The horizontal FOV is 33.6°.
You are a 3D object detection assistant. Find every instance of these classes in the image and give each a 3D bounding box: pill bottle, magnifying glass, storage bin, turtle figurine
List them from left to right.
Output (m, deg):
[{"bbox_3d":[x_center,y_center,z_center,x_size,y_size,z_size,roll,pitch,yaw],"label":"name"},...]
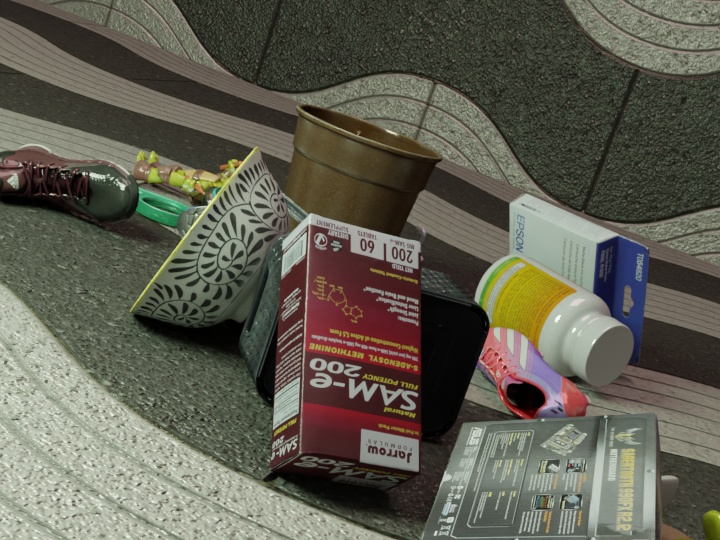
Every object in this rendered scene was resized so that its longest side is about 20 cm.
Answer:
[{"bbox_3d":[-0.303,-0.102,1.584,0.199,0.023,0.079,24,14,22],"label":"magnifying glass"},{"bbox_3d":[-0.232,-0.128,1.699,0.160,0.065,0.200,14,20,11],"label":"turtle figurine"},{"bbox_3d":[0.002,0.061,1.101,0.198,0.136,0.094,15,13,-19],"label":"storage bin"},{"bbox_3d":[0.244,0.065,1.503,0.110,0.112,0.200,9,17,-39],"label":"pill bottle"}]

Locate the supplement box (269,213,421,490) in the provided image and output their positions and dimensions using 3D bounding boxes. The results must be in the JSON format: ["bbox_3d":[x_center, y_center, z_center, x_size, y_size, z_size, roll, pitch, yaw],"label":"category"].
[{"bbox_3d":[-0.009,0.066,0.960,0.108,0.202,0.061,13,-27,-24],"label":"supplement box"}]

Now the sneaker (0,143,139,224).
[{"bbox_3d":[-0.362,-0.096,1.383,0.198,0.076,0.115,14,14,27],"label":"sneaker"}]

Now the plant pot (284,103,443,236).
[{"bbox_3d":[-0.017,-0.088,1.551,0.198,0.200,0.200,18,13,-4],"label":"plant pot"}]

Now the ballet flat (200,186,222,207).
[{"bbox_3d":[-0.166,-0.060,1.524,0.069,0.068,0.200,69,17,11],"label":"ballet flat"}]

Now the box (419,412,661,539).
[{"bbox_3d":[0.137,0.168,0.861,0.157,0.049,0.200,-4,17,15],"label":"box"}]

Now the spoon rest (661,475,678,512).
[{"bbox_3d":[0.186,0.186,1.077,0.099,0.061,0.199,9,4,-44],"label":"spoon rest"}]

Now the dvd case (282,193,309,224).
[{"bbox_3d":[0.000,0.000,1.333,0.200,0.016,0.149,41,-1,30],"label":"dvd case"}]

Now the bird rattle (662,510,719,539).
[{"bbox_3d":[0.200,0.209,0.890,0.162,0.114,0.199,-13,28,-37],"label":"bird rattle"}]

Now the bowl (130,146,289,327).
[{"bbox_3d":[-0.126,-0.013,1.160,0.094,0.201,0.201,37,11,-7],"label":"bowl"}]

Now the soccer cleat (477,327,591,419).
[{"bbox_3d":[0.169,0.115,1.302,0.076,0.067,0.200,6,21,-32],"label":"soccer cleat"}]

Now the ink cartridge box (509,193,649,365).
[{"bbox_3d":[0.283,0.020,1.585,0.199,0.201,0.040,27,46,37],"label":"ink cartridge box"}]

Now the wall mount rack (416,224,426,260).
[{"bbox_3d":[0.008,-0.076,1.816,0.198,0.075,0.174,13,14,-31],"label":"wall mount rack"}]

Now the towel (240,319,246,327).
[{"bbox_3d":[-0.073,0.057,1.266,0.143,0.023,0.200,13,14,-28],"label":"towel"}]

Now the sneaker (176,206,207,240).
[{"bbox_3d":[-0.133,-0.025,1.429,0.199,0.079,0.089,22,3,-28],"label":"sneaker"}]
